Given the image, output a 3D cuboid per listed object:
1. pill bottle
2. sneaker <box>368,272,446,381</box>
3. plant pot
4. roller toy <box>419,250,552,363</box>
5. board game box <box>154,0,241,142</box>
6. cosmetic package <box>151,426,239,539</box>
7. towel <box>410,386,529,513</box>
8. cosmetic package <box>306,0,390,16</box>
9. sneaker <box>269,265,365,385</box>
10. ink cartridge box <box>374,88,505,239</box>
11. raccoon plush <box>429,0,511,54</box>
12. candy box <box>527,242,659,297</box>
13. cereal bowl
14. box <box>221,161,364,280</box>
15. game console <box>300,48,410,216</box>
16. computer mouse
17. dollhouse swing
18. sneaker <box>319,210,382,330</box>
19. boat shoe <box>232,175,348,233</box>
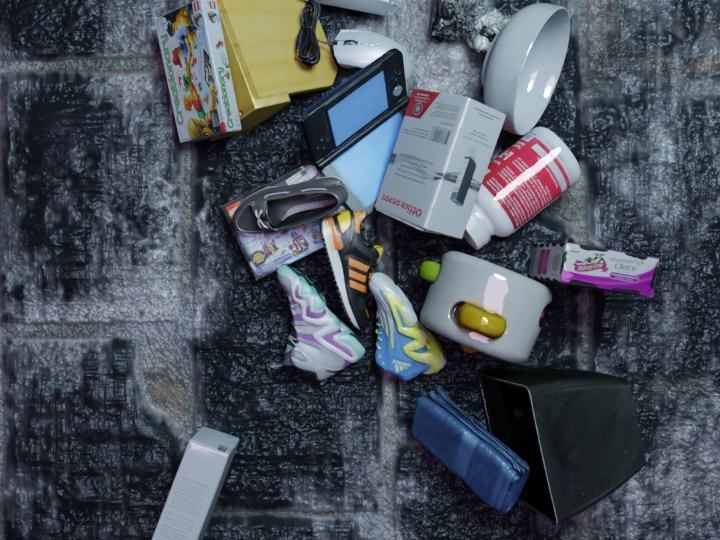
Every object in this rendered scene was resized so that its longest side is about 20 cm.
[{"bbox_3d":[0.239,-0.127,1.113,0.200,0.112,0.112,-38,89,1],"label":"pill bottle"},{"bbox_3d":[0.051,0.103,1.120,0.105,0.076,0.200,-34,107,8],"label":"sneaker"},{"bbox_3d":[0.316,0.244,1.082,0.177,0.200,0.200,-13,90,-12],"label":"plant pot"},{"bbox_3d":[0.191,0.062,1.077,0.182,0.200,0.140,20,92,-32],"label":"roller toy"},{"bbox_3d":[-0.257,-0.311,1.102,0.126,0.035,0.200,-2,102,42],"label":"board game box"},{"bbox_3d":[-0.269,0.365,1.130,0.074,0.102,0.200,19,89,0],"label":"cosmetic package"},{"bbox_3d":[0.167,0.279,1.091,0.200,0.048,0.112,37,135,31],"label":"towel"},{"bbox_3d":[-0.009,-0.529,1.136,0.150,0.052,0.200,11,82,3],"label":"cosmetic package"},{"bbox_3d":[-0.102,0.101,1.132,0.140,0.078,0.200,-40,96,3],"label":"sneaker"},{"bbox_3d":[0.117,-0.164,1.072,0.084,0.144,0.200,13,100,-34],"label":"ink cartridge box"},{"bbox_3d":[0.191,-0.446,1.129,0.134,0.097,0.200,7,90,-7],"label":"raccoon plush"},{"bbox_3d":[0.347,-0.003,1.068,0.136,0.200,0.061,10,91,0],"label":"candy box"},{"bbox_3d":[0.246,-0.316,1.081,0.083,0.200,0.200,26,91,23],"label":"cereal bowl"},{"bbox_3d":[-0.111,-0.088,1.156,0.200,0.040,0.137,-27,89,1],"label":"box"},{"bbox_3d":[0.027,-0.214,1.099,0.200,0.171,0.118,-40,63,-13],"label":"game console"},{"bbox_3d":[-0.004,-0.363,1.129,0.200,0.044,0.110,12,71,-12],"label":"computer mouse"},{"bbox_3d":[-0.174,-0.348,1.160,0.182,0.176,0.200,-21,90,42],"label":"dollhouse swing"},{"bbox_3d":[0.000,0.000,1.120,0.090,0.070,0.200,-18,108,-1],"label":"sneaker"},{"bbox_3d":[-0.115,-0.098,1.084,0.200,0.057,0.067,-16,115,15],"label":"boat shoe"}]
